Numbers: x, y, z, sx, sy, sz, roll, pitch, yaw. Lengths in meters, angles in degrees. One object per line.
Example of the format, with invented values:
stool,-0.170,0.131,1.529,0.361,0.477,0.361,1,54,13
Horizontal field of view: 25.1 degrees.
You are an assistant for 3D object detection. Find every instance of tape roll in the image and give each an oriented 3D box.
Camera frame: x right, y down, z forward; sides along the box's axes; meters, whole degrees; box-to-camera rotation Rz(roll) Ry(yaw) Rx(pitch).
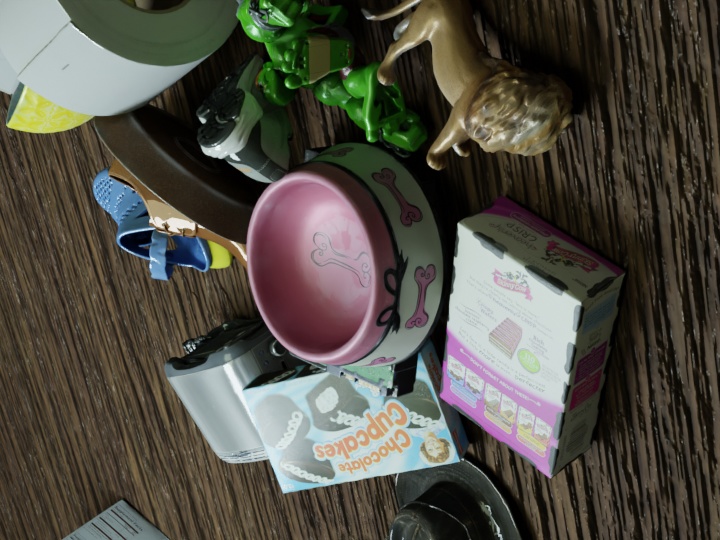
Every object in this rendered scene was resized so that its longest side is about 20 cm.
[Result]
tape roll,-0.220,-0.256,1.455,0.139,0.202,0.204,-25,95,55

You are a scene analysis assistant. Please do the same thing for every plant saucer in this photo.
plant saucer,-0.166,-0.101,1.551,0.200,0.200,0.035,44,105,21

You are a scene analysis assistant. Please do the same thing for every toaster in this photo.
toaster,-0.118,0.123,1.690,0.199,0.113,0.130,-16,104,54

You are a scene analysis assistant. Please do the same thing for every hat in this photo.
hat,0.081,0.277,1.580,0.200,0.081,0.202,31,137,34

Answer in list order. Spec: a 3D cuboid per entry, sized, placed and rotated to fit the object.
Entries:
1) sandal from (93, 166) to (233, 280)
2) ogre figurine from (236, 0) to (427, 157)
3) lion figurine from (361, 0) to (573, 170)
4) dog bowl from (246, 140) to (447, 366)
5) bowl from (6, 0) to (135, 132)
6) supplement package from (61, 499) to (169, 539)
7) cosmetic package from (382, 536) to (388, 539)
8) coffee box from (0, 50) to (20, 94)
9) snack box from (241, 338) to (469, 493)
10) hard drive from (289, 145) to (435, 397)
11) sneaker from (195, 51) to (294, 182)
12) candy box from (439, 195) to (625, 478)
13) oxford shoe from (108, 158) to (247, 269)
sandal,-0.227,-0.052,1.722,0.199,0.087,0.080,32,139,37
ogre figurine,-0.032,-0.175,1.354,0.120,0.199,0.099,35,105,54
lion figurine,0.080,-0.162,1.261,0.201,0.072,0.123,56,135,14
dog bowl,-0.021,-0.008,1.405,0.199,0.073,0.202,13,108,43
bowl,-0.270,-0.221,1.607,0.107,0.202,0.200,19,149,-16
supplement package,-0.344,0.458,2.153,0.147,0.199,0.193,33,139,32
cosmetic package,0.014,0.388,1.749,0.050,0.082,0.201,34,139,32
coffee box,-0.360,-0.290,1.589,0.112,0.202,0.080,21,147,-17
snack box,-0.005,0.142,1.553,0.198,0.037,0.117,-14,106,26
hard drive,0.000,0.000,1.464,0.139,0.038,0.202,20,112,42
sneaker,-0.098,-0.132,1.439,0.079,0.201,0.074,40,108,-19
candy box,0.140,0.056,1.355,0.136,0.061,0.201,35,140,32
oxford shoe,-0.172,-0.056,1.639,0.200,0.071,0.071,39,168,12
